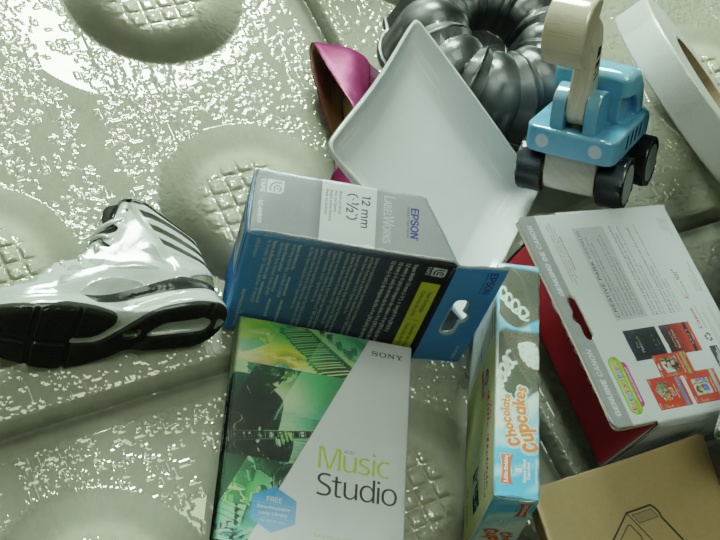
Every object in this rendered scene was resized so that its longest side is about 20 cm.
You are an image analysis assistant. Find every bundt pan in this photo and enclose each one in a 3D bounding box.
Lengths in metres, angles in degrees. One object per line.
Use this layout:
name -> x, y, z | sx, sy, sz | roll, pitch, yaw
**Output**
bundt pan -> 0.122, -0.214, 1.332 | 0.202, 0.076, 0.202 | 9, 57, -14

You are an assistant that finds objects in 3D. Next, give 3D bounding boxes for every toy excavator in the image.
toy excavator -> 0.191, -0.153, 1.207 | 0.100, 0.200, 0.194 | 15, 29, 23

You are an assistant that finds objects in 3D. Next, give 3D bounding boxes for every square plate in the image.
square plate -> 0.062, -0.084, 1.205 | 0.198, 0.028, 0.200 | 52, 43, -20

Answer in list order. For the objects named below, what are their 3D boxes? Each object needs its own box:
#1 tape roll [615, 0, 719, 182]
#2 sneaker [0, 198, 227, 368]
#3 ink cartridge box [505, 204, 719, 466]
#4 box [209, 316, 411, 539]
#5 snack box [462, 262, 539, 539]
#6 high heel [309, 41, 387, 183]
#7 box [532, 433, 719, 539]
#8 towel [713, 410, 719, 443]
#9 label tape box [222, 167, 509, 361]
tape roll -> 0.306, -0.161, 1.311 | 0.203, 0.037, 0.203 | 47, 21, -24
sneaker -> -0.212, 0.006, 1.099 | 0.200, 0.076, 0.115 | -3, 51, -29
ink cartridge box -> 0.210, 0.052, 1.173 | 0.175, 0.084, 0.200 | -4, 60, -34
box -> -0.035, 0.138, 1.086 | 0.144, 0.036, 0.200 | 11, 56, -12
snack box -> 0.109, 0.108, 1.102 | 0.037, 0.116, 0.200 | 7, 58, -4
high heel -> -0.024, -0.118, 1.229 | 0.096, 0.067, 0.200 | 27, 40, -11
box -> 0.225, 0.242, 1.082 | 0.163, 0.021, 0.200 | -13, 81, -26
towel -> 0.357, 0.115, 1.164 | 0.200, 0.035, 0.193 | 52, 54, -33
label tape box -> 0.000, 0.000, 1.113 | 0.200, 0.143, 0.066 | 8, 56, -10
